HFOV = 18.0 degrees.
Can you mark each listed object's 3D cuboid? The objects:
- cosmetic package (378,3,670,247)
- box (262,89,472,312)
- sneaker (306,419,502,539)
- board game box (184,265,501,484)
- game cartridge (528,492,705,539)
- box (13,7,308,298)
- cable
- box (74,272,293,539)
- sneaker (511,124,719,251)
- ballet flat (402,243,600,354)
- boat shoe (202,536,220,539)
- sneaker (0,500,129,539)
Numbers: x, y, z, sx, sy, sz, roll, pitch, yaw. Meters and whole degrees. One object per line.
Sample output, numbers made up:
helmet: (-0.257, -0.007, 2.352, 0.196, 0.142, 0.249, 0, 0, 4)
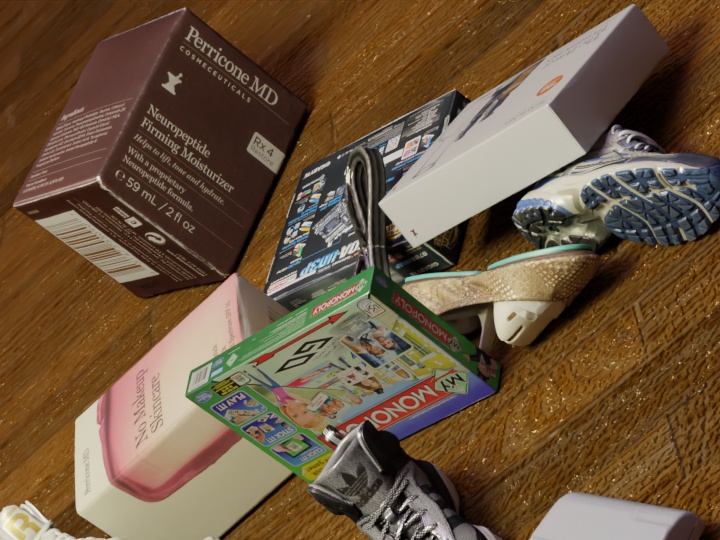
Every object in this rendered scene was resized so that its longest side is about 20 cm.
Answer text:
cosmetic package: (0.122, -0.108, 1.710, 0.200, 0.052, 0.151, -29, 16, 46)
box: (0.011, -0.047, 1.883, 0.200, 0.046, 0.159, -25, 38, 42)
sneaker: (0.027, 0.169, 1.523, 0.076, 0.114, 0.200, -49, 27, 6)
board game box: (-0.014, 0.081, 1.672, 0.200, 0.134, 0.029, -30, 34, 37)
game cartridge: (0.122, 0.229, 1.392, 0.133, 0.041, 0.200, -3, 55, 61)
box: (-0.187, -0.107, 2.131, 0.164, 0.166, 0.200, -12, 48, 53)
cable: (0.000, 0.000, 1.758, 0.097, 0.050, 0.201, 163, 106, -70)
box: (-0.125, 0.124, 1.821, 0.200, 0.109, 0.128, -42, 29, 18)
sneaker: (0.189, -0.069, 1.605, 0.200, 0.077, 0.085, -8, 46, 53)
ballet flat: (0.102, 0.027, 1.654, 0.200, 0.070, 0.066, -15, 72, 53)
boat shoe: (-0.160, 0.268, 1.748, 0.200, 0.066, 0.072, -34, 32, 31)
sneaker: (-0.245, 0.230, 1.802, 0.074, 0.116, 0.200, -46, -1, -31)
